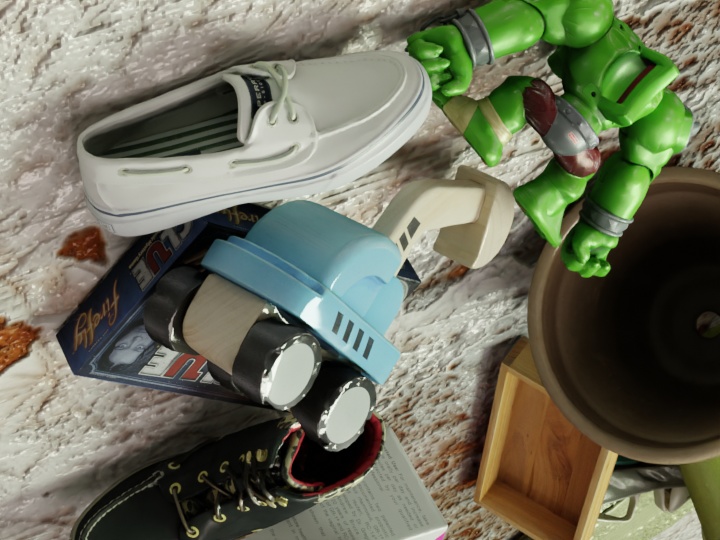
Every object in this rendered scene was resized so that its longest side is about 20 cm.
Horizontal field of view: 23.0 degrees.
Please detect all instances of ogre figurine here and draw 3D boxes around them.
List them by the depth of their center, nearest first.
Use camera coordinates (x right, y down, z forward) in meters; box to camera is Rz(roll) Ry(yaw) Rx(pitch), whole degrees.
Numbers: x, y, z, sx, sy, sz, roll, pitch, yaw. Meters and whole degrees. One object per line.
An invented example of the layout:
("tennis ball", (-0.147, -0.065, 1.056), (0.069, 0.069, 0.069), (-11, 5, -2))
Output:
("ogre figurine", (0.124, -0.093, 1.045), (0.120, 0.098, 0.200), (-39, 103, 4))

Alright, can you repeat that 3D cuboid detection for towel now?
("towel", (0.227, 0.236, 1.635), (0.200, 0.037, 0.148), (-39, 147, 12))

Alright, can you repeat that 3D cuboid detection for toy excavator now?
("toy excavator", (0.000, 0.000, 1.039), (0.200, 0.100, 0.194), (-58, 143, -6))

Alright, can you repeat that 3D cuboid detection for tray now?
("tray", (0.148, 0.143, 1.386), (0.037, 0.098, 0.200), (-49, 159, -32))

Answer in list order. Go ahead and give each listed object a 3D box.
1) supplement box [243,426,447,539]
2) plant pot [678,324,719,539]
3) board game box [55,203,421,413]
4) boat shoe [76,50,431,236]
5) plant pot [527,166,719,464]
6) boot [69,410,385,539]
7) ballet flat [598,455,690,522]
("supplement box", (-0.052, 0.204, 1.307), (0.199, 0.104, 0.101), (-15, 143, -26))
("plant pot", (0.327, 0.143, 1.406), (0.200, 0.200, 0.190), (-33, 114, 3))
("board game box", (-0.072, 0.024, 1.108), (0.200, 0.035, 0.136), (14, 126, -48))
("boat shoe", (-0.055, -0.076, 0.949), (0.199, 0.074, 0.067), (-24, 149, -8))
("plant pot", (0.235, 0.033, 1.258), (0.200, 0.201, 0.175), (-40, 165, 15))
("boot", (-0.087, 0.143, 1.166), (0.203, 0.074, 0.154), (-22, 175, -22))
("ballet flat", (0.243, 0.181, 1.521), (0.199, 0.067, 0.064), (-5, 98, -17))
